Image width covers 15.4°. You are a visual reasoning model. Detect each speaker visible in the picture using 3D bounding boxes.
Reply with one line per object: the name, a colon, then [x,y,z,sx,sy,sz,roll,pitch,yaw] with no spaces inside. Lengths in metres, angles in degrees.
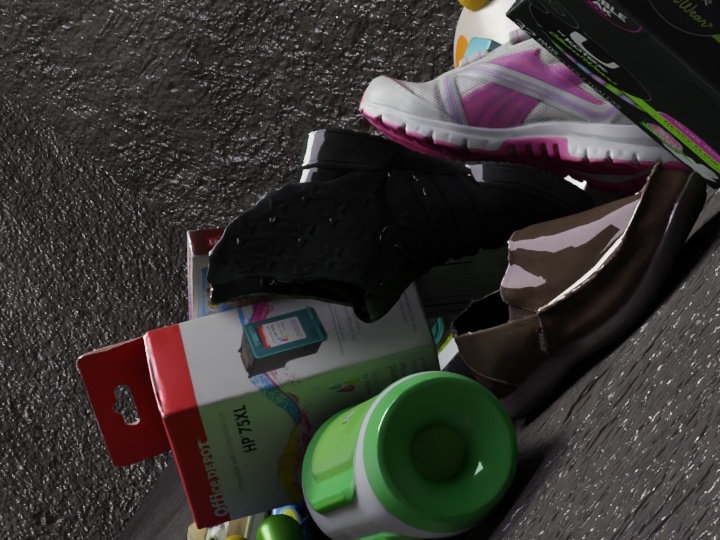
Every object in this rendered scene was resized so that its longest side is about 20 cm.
speaker: [0.023,0.104,1.407,0.089,0.088,0.200,-53,4,-14]

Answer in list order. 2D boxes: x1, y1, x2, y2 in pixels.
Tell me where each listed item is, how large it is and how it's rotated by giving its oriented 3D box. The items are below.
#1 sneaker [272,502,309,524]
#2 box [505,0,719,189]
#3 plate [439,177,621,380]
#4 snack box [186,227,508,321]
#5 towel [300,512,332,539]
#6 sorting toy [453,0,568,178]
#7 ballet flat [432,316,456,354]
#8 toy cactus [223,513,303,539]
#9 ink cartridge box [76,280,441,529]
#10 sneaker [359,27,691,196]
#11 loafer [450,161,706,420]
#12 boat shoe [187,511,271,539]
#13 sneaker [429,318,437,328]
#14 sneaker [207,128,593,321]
sneaker: [-0.019,0.148,1.734,0.200,0.070,0.083,-74,-3,-70]
box: [0.173,-0.133,1.271,0.124,0.148,0.200,-52,4,-5]
plate: [0.105,0.005,1.698,0.200,0.032,0.200,-51,4,33]
snack box: [0.000,0.000,1.539,0.072,0.199,0.024,93,168,-45]
towel: [-0.060,0.219,1.593,0.200,0.048,0.112,-52,-2,22]
sorting toy: [0.139,-0.114,1.599,0.199,0.107,0.181,-21,42,15]
ballet flat: [0.051,0.010,1.697,0.200,0.067,0.067,-48,-16,23]
toy cactus: [-0.054,0.216,1.429,0.165,0.102,0.200,-19,26,47]
ink cartridge box: [-0.053,0.079,1.536,0.116,0.199,0.067,77,177,-50]
sneaker: [0.098,-0.097,1.517,0.081,0.199,0.089,42,-123,-67]
loafer: [0.106,0.006,1.386,0.200,0.071,0.073,-49,5,43]
boat shoe: [-0.099,0.195,1.702,0.073,0.063,0.202,-74,-1,-81]
sneaker: [-0.013,0.041,1.620,0.200,0.060,0.104,-58,-33,1]
sneaker: [0.022,-0.014,1.472,0.060,0.199,0.105,95,-172,-72]
